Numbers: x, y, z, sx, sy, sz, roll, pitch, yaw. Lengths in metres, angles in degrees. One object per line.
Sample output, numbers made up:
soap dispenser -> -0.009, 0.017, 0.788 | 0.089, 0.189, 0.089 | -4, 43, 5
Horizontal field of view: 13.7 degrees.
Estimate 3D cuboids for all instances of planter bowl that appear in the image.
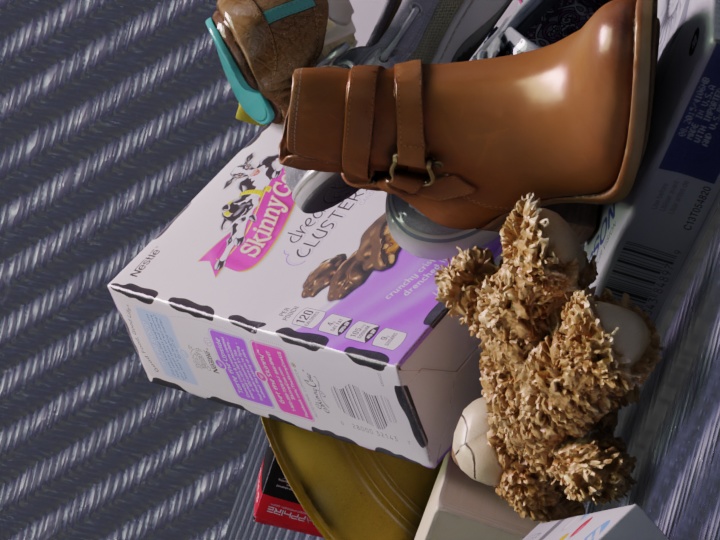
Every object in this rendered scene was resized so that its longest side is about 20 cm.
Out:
planter bowl -> 0.035, 0.075, 1.612 | 0.083, 0.200, 0.201 | -31, 29, 26

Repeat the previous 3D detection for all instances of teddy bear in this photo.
teddy bear -> 0.080, 0.049, 1.359 | 0.067, 0.145, 0.200 | -30, -6, -20

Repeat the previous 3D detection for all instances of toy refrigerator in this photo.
toy refrigerator -> 0.049, 0.183, 1.523 | 0.076, 0.070, 0.201 | -71, 0, -56

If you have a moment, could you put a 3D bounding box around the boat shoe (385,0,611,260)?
boat shoe -> 0.080, -0.094, 1.463 | 0.201, 0.070, 0.072 | -48, -23, -18

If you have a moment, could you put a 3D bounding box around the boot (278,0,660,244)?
boot -> 0.046, -0.072, 1.326 | 0.200, 0.154, 0.074 | 113, 169, -61

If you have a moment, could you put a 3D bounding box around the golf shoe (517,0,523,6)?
golf shoe -> 0.104, -0.184, 1.646 | 0.092, 0.072, 0.201 | 113, 150, -61

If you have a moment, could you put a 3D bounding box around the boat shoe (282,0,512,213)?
boat shoe -> 0.012, -0.103, 1.488 | 0.202, 0.065, 0.074 | -52, 0, -37

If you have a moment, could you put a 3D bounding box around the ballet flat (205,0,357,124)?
ballet flat -> -0.037, -0.118, 1.529 | 0.068, 0.072, 0.200 | 62, 178, 4

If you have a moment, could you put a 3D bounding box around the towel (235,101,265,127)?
towel -> 0.033, -0.086, 1.666 | 0.086, 0.199, 0.018 | 115, 167, -61

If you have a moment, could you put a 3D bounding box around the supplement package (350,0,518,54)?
supplement package -> 0.058, -0.168, 1.762 | 0.111, 0.155, 0.201 | -31, -42, -77

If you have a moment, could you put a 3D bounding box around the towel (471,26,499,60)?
towel -> 0.081, -0.037, 1.622 | 0.048, 0.112, 0.200 | -33, -17, -28

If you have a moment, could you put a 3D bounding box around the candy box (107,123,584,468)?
candy box -> 0.000, 0.000, 1.531 | 0.168, 0.199, 0.072 | -48, -47, -31

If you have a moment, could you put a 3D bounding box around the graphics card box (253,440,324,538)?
graphics card box -> 0.020, 0.075, 1.777 | 0.051, 0.125, 0.201 | -83, 9, -56

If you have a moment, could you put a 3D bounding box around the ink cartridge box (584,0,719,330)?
ink cartridge box -> 0.149, -0.100, 1.381 | 0.200, 0.040, 0.201 | 110, 173, -45

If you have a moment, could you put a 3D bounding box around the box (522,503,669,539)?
box -> 0.053, 0.169, 1.269 | 0.156, 0.041, 0.200 | -43, 1, -10
